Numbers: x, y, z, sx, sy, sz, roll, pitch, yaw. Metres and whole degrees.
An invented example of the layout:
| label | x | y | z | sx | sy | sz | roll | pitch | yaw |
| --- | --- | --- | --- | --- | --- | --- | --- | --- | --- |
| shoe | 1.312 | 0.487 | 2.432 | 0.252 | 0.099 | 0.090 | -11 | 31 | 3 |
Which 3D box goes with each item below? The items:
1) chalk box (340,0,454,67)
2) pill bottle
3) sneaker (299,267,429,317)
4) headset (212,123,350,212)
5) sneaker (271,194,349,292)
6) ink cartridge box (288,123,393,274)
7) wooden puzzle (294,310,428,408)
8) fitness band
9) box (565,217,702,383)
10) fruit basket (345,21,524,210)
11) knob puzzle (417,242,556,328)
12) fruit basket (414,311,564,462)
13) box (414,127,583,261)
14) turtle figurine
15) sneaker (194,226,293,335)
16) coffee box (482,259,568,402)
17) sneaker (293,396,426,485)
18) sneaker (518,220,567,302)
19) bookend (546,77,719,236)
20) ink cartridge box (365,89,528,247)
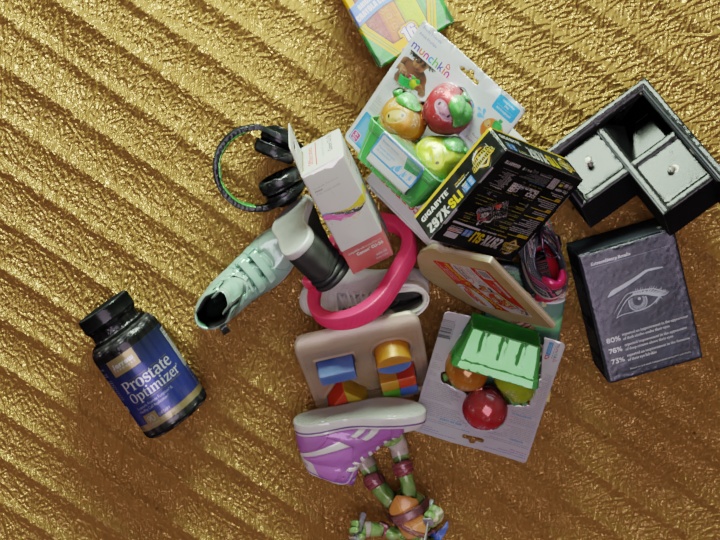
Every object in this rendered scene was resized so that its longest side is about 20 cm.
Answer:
| label | x | y | z | sx | sy | sz | roll | pitch | yaw |
| --- | --- | --- | --- | --- | --- | --- | --- | --- | --- |
| chalk box | 0.027 | -0.399 | 1.569 | 0.123 | 0.124 | 0.202 | -31 | 100 | 5 |
| pill bottle | -0.324 | 0.135 | 1.676 | 0.111 | 0.112 | 0.202 | -33 | 100 | 6 |
| sneaker | 0.005 | 0.039 | 1.659 | 0.196 | 0.116 | 0.075 | -9 | 103 | 2 |
| headset | -0.112 | -0.150 | 1.631 | 0.196 | 0.094 | 0.126 | -8 | 102 | -12 |
| sneaker | -0.068 | -0.034 | 1.611 | 0.070 | 0.201 | 0.099 | -37 | 113 | 9 |
| ink cartridge box | -0.029 | -0.112 | 1.555 | 0.067 | 0.117 | 0.202 | -25 | 114 | 6 |
| wooden puzzle | 0.009 | 0.148 | 1.661 | 0.182 | 0.047 | 0.201 | -12 | 143 | 2 |
| fitness band | 0.000 | 0.000 | 1.628 | 0.142 | 0.201 | 0.038 | 11 | 145 | 32 |
| box | 0.400 | 0.042 | 1.668 | 0.145 | 0.104 | 0.203 | -14 | 100 | 2 |
| fruit basket | 0.092 | -0.194 | 1.517 | 0.185 | 0.093 | 0.201 | 44 | 121 | 11 |
| knob puzzle | 0.162 | 0.010 | 1.604 | 0.218 | 0.220 | 0.031 | 31 | 75 | -6 |
| fruit basket | 0.185 | 0.169 | 1.668 | 0.182 | 0.094 | 0.203 | 15 | 116 | 1 |
| box | 0.189 | -0.097 | 1.526 | 0.160 | 0.198 | 0.050 | -49 | 55 | 24 |
| turtle figurine | 0.047 | 0.354 | 1.692 | 0.198 | 0.143 | 0.197 | -19 | 83 | -36 |
| sneaker | -0.161 | 0.015 | 1.651 | 0.200 | 0.118 | 0.074 | -44 | 97 | 6 |
| coffee box | 0.240 | 0.092 | 1.706 | 0.121 | 0.044 | 0.204 | 8 | 101 | -2 |
| sneaker | 0.007 | 0.255 | 1.677 | 0.197 | 0.073 | 0.116 | -8 | 106 | 11 |
| sneaker | 0.252 | -0.057 | 1.643 | 0.079 | 0.075 | 0.203 | -22 | 78 | -7 |
| bookend | 0.379 | -0.124 | 1.591 | 0.199 | 0.092 | 0.200 | -35 | 60 | 7 |
| ink cartridge box | 0.127 | -0.149 | 1.624 | 0.146 | 0.084 | 0.200 | 44 | 99 | 8 |
